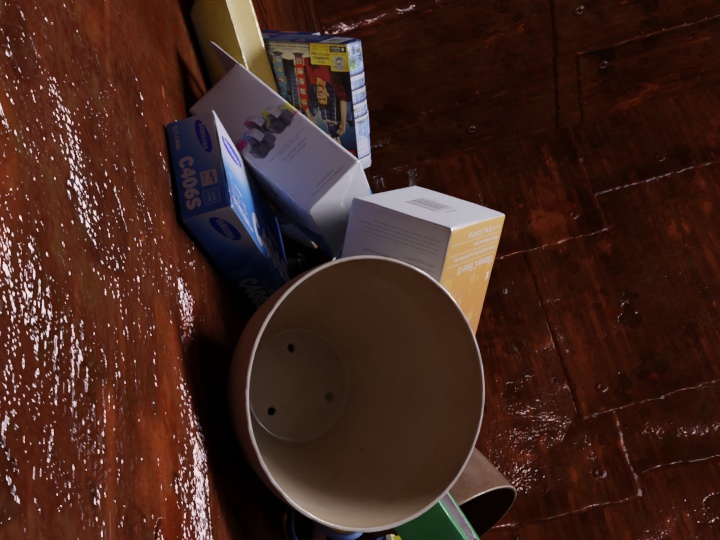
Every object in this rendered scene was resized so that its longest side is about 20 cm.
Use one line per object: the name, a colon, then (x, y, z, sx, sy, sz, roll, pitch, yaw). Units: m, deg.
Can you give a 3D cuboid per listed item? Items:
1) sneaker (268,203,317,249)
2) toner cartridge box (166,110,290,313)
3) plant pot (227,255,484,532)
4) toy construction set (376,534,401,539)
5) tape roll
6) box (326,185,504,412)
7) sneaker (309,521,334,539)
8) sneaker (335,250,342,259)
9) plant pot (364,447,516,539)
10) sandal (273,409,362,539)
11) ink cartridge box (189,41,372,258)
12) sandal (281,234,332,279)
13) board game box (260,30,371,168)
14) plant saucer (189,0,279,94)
sneaker: (-0.070, -0.084, 1.075, 0.078, 0.077, 0.200, 29, 14, -19)
toner cartridge box: (-0.109, -0.044, 0.885, 0.200, 0.043, 0.095, 65, 9, -64)
plant pot: (-0.024, 0.092, 0.795, 0.134, 0.200, 0.200, -6, -79, 60)
toy construction set: (0.032, 0.364, 1.044, 0.131, 0.092, 0.200, 67, -2, -60)
tape roll: (0.063, 0.229, 0.962, 0.200, 0.048, 0.200, 56, 0, 1)
box: (0.043, 0.036, 0.911, 0.124, 0.097, 0.200, -19, 125, -60)
sneaker: (-0.031, 0.202, 0.996, 0.093, 0.070, 0.200, 57, 8, -1)
sneaker: (0.000, 0.000, 1.061, 0.200, 0.078, 0.089, -75, 176, -81)
plant pot: (0.057, 0.241, 1.241, 0.200, 0.187, 0.187, 55, -6, 29)
sandal: (-0.042, 0.179, 0.897, 0.200, 0.079, 0.087, -109, -143, -60)
ink cartridge box: (-0.083, -0.112, 0.948, 0.200, 0.068, 0.115, 41, -9, 21)
sandal: (-0.070, -0.002, 1.077, 0.082, 0.055, 0.200, 30, 20, -17)
board game box: (-0.061, -0.188, 1.249, 0.062, 0.200, 0.200, -28, 121, -42)
plant saucer: (-0.134, -0.225, 1.119, 0.200, 0.048, 0.200, -85, 160, -74)
